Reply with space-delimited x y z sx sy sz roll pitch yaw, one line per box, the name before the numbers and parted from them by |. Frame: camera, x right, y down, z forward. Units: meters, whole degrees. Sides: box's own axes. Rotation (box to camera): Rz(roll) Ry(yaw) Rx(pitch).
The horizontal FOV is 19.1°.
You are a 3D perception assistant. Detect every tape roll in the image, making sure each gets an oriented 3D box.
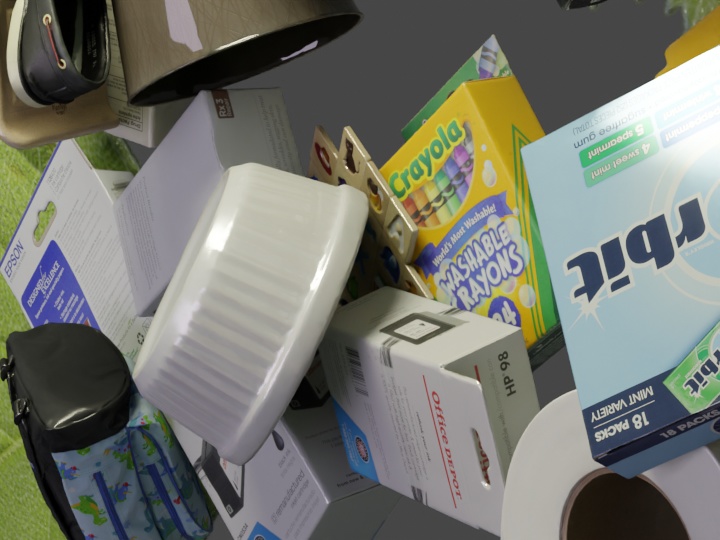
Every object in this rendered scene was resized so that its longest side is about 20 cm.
tape roll | 0.200 0.153 1.248 0.202 0.139 0.204 17 112 49

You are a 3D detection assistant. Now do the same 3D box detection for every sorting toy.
sorting toy | -0.235 -0.195 1.558 0.036 0.185 0.201 -4 98 18

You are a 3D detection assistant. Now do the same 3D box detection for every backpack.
backpack | -0.199 0.154 1.704 0.163 0.153 0.201 -130 32 -58

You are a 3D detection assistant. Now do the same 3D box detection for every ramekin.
ramekin | -0.079 0.021 1.435 0.203 0.094 0.203 -63 9 17

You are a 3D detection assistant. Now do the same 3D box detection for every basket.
basket | -0.115 -0.240 1.511 0.179 0.136 0.201 -21 85 11

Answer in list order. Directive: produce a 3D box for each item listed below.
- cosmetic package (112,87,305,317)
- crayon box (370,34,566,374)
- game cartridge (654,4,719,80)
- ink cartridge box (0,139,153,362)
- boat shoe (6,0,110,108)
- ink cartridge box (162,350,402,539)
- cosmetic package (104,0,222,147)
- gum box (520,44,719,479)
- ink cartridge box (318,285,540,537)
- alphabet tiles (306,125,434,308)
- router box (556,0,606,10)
cosmetic package | -0.115 -0.049 1.613 0.200 0.074 0.102 -40 60 54
crayon box | 0.081 -0.037 1.416 0.126 0.051 0.201 -44 64 47
game cartridge | 0.260 -0.074 1.203 0.176 0.032 0.201 -39 65 48
ink cartridge box | -0.220 0.014 1.808 0.201 0.047 0.198 60 139 24
boat shoe | -0.205 -0.215 1.487 0.063 0.074 0.203 -10 75 32
ink cartridge box | -0.062 0.118 1.596 0.201 0.083 0.145 57 144 24
cosmetic package | -0.161 -0.205 1.654 0.103 0.073 0.201 22 116 47
gum box | 0.185 -0.013 1.157 0.169 0.044 0.201 -27 55 26
ink cartridge box | 0.057 0.090 1.380 0.200 0.066 0.117 18 126 57
alphabet tiles | 0.000 0.000 1.514 0.167 0.006 0.201 58 153 31
router box | 0.123 -0.278 1.261 0.201 0.062 0.150 65 160 15
